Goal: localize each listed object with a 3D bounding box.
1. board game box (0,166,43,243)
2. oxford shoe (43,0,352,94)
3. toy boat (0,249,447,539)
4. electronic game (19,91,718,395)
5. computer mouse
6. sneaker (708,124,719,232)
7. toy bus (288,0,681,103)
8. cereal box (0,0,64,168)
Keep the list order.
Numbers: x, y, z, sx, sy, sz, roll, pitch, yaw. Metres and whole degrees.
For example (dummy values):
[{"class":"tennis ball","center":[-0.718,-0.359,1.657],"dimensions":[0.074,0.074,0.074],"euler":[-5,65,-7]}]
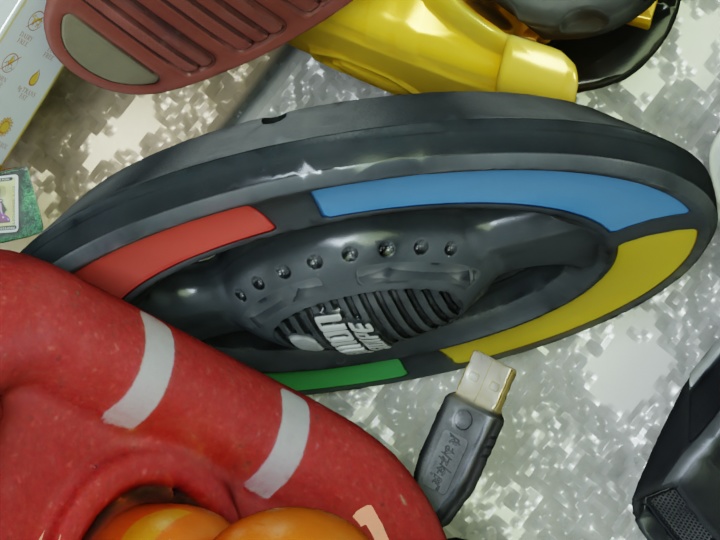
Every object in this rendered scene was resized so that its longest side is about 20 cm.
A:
[{"class":"board game box","center":[-0.191,0.003,0.676],"dimensions":[0.200,0.105,0.024],"euler":[-15,100,-43]},{"class":"oxford shoe","center":[-0.010,-0.129,0.693],"dimensions":[0.200,0.075,0.070],"euler":[-43,125,15]},{"class":"toy boat","center":[-0.042,0.080,0.656],"dimensions":[0.200,0.130,0.131],"euler":[30,74,-42]},{"class":"electronic game","center":[0.000,0.000,0.731],"dimensions":[0.199,0.200,0.042],"euler":[-7,73,-8]},{"class":"computer mouse","center":[0.097,0.042,0.757],"dimensions":[0.140,0.046,0.201],"euler":[27,101,-9]},{"class":"sneaker","center":[0.142,-0.007,0.821],"dimensions":[0.080,0.070,0.201],"euler":[15,87,8]},{"class":"toy bus","center":[0.016,-0.150,0.772],"dimensions":[0.191,0.136,0.201],"euler":[18,87,8]},{"class":"cereal box","center":[-0.106,-0.148,0.744],"dimensions":[0.144,0.039,0.200],"euler":[33,93,29]}]
